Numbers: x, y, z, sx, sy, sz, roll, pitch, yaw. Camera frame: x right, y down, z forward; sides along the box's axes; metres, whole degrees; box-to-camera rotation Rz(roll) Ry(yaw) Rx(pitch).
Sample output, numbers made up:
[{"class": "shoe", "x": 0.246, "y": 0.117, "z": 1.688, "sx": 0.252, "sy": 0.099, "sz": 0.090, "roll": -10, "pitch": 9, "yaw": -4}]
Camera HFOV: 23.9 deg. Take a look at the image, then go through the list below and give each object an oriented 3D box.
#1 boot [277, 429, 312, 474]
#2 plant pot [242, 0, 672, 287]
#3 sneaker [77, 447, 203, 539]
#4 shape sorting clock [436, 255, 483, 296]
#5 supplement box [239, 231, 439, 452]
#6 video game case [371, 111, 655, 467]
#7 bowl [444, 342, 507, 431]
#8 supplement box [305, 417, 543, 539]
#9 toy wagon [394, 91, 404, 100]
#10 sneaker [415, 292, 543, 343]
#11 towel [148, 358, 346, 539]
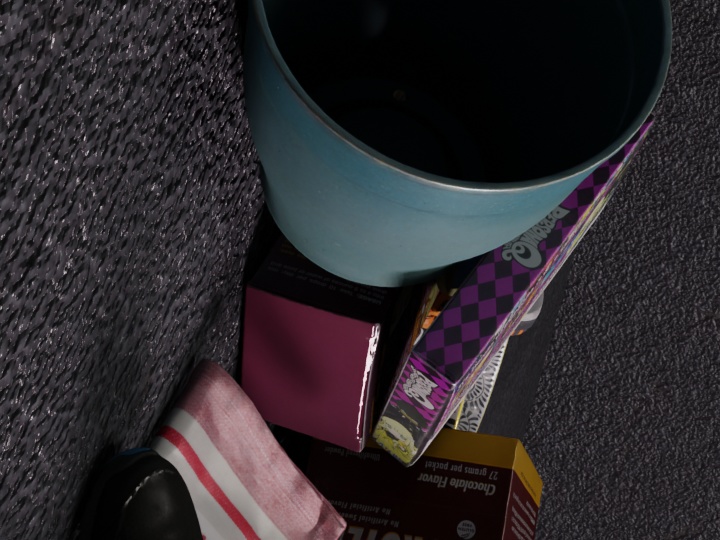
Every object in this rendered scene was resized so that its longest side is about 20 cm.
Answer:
[{"class": "boot", "x": -0.038, "y": 0.180, "z": 1.262, "sx": 0.132, "sy": 0.069, "sz": 0.201, "roll": -48, "pitch": 143, "yaw": -58}, {"class": "plant pot", "x": 0.030, "y": -0.089, "z": 0.856, "sx": 0.188, "sy": 0.199, "sz": 0.201, "roll": 117, "pitch": -3, "yaw": -63}, {"class": "sneaker", "x": -0.082, "y": 0.184, "z": 0.831, "sx": 0.073, "sy": 0.082, "sz": 0.201, "roll": -9, "pitch": 89, "yaw": -48}, {"class": "shape sorting clock", "x": 0.093, "y": -0.077, "z": 1.088, "sx": 0.200, "sy": 0.039, "sz": 0.200, "roll": -59, "pitch": 162, "yaw": -32}, {"class": "supplement box", "x": 0.000, "y": 0.000, "z": 1.076, "sx": 0.200, "sy": 0.085, "sz": 0.111, "roll": -61, "pitch": 164, "yaw": -47}, {"class": "video game case", "x": 0.085, "y": 0.009, "z": 0.993, "sx": 0.200, "sy": 0.036, "sz": 0.181, "roll": -52, "pitch": 173, "yaw": -19}, {"class": "bowl", "x": 0.070, "y": 0.067, "z": 1.496, "sx": 0.201, "sy": 0.094, "sz": 0.202, "roll": 19, "pitch": 90, "yaw": -79}, {"class": "supplement box", "x": 0.035, "y": 0.215, "z": 1.133, "sx": 0.197, "sy": 0.132, "sz": 0.201, "roll": 55, "pitch": 44, "yaw": -72}, {"class": "toy wagon", "x": 0.025, "y": -0.185, "z": 1.034, "sx": 0.201, "sy": 0.039, "sz": 0.155, "roll": 95, "pitch": 17, "yaw": -46}, {"class": "sneaker", "x": 0.062, "y": 0.023, "z": 1.248, "sx": 0.200, "sy": 0.077, "sz": 0.113, "roll": 52, "pitch": -55, "yaw": 57}, {"class": "towel", "x": -0.084, "y": 0.167, "z": 0.911, "sx": 0.144, "sy": 0.023, "sz": 0.200, "roll": 54, "pitch": 45, "yaw": -30}]
